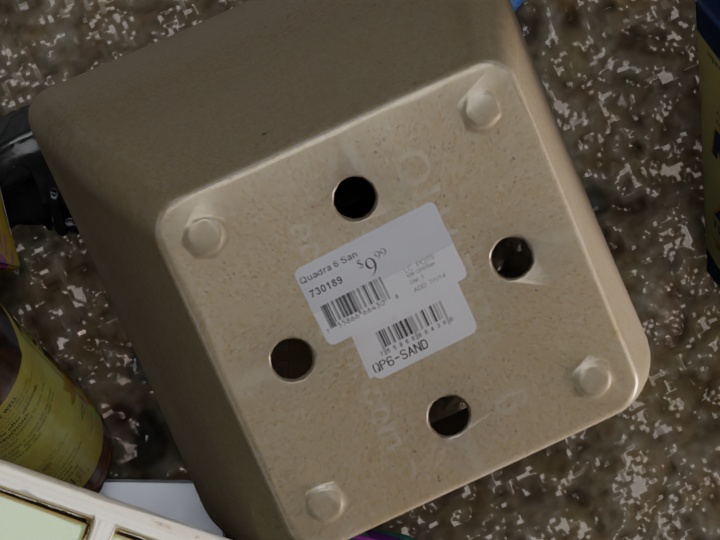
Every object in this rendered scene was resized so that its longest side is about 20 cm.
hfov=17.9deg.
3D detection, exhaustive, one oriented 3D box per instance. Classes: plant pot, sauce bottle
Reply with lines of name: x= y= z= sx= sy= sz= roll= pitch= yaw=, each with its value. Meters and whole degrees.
plant pot: x=0.003 y=-0.002 z=0.861 sx=0.199 sy=0.177 sz=0.201 roll=-24 pitch=104 yaw=-3
sauce bottle: x=-0.158 y=0.039 z=0.895 sx=0.066 sy=0.200 sz=0.066 roll=-6 pitch=63 yaw=12

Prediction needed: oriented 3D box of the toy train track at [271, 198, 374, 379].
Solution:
toy train track: x=0.000 y=0.000 z=1.006 sx=0.114 sy=0.033 sz=0.201 roll=2 pitch=76 yaw=3

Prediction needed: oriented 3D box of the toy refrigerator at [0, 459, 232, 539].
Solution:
toy refrigerator: x=-0.127 y=0.112 z=0.843 sx=0.199 sy=0.070 sz=0.076 roll=21 pitch=80 yaw=-7

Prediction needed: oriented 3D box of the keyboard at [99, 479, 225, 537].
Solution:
keyboard: x=-0.158 y=0.117 z=0.983 sx=0.199 sy=0.011 sz=0.057 roll=1 pitch=77 yaw=-6

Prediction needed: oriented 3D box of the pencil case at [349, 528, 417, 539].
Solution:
pencil case: x=-0.014 y=0.206 z=0.946 sx=0.092 sy=0.085 sz=0.201 roll=13 pitch=81 yaw=13

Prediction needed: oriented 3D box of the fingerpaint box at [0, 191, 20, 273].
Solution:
fingerpaint box: x=-0.249 y=-0.076 z=0.940 sx=0.166 sy=0.073 sz=0.201 roll=-15 pitch=84 yaw=13

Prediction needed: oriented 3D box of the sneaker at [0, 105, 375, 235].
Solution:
sneaker: x=-0.077 y=-0.033 z=0.972 sx=0.199 sy=0.060 sz=0.105 roll=-23 pitch=68 yaw=-8

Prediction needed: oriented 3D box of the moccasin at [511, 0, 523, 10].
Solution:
moccasin: x=0.060 y=-0.176 z=1.018 sx=0.080 sy=0.068 sz=0.201 roll=26 pitch=81 yaw=-10

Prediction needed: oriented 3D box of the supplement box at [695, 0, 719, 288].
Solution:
supplement box: x=0.256 y=-0.054 z=0.933 sx=0.199 sy=0.200 sz=0.134 roll=-29 pitch=58 yaw=-8
